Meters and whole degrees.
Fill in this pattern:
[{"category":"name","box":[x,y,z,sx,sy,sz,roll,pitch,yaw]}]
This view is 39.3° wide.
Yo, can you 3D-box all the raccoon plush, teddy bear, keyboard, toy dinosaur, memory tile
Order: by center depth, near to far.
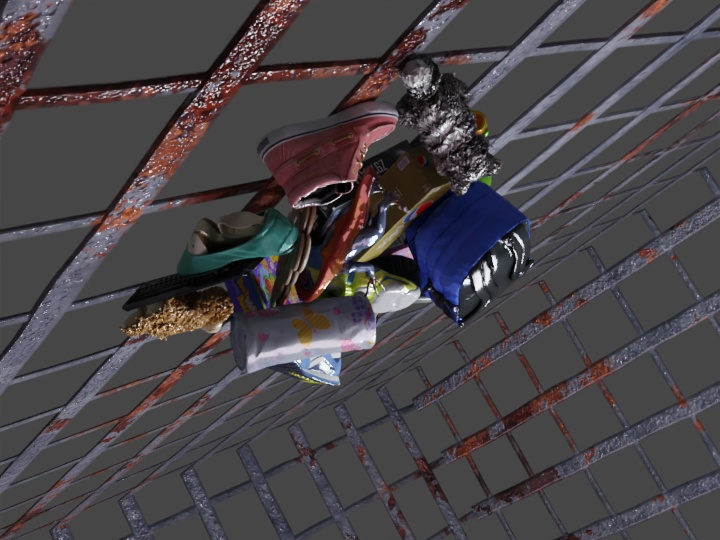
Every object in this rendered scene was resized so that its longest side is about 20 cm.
[{"category":"raccoon plush","box":[0.099,-0.168,1.243,0.097,0.134,0.200,-33,167,21]},{"category":"toy dinosaur","box":[-0.031,-0.041,1.303,0.182,0.105,0.200,-47,147,-1]},{"category":"memory tile","box":[-0.087,-0.040,1.359,0.017,0.154,0.200,14,155,-12]},{"category":"keyboard","box":[-0.218,0.003,1.368,0.200,0.021,0.127,-16,-165,20]},{"category":"teddy bear","box":[-0.271,0.071,1.538,0.145,0.067,0.200,-30,168,14]}]

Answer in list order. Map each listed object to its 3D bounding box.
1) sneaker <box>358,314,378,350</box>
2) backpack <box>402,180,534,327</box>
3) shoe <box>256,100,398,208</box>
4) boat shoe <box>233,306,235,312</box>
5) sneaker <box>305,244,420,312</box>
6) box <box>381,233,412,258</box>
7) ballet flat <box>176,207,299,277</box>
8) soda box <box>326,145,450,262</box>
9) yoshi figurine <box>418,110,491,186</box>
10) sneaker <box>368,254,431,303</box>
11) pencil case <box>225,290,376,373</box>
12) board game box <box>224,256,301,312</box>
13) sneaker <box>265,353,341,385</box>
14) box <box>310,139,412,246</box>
[{"category":"sneaker","box":[-0.003,0.080,1.708,0.075,0.081,0.200,-50,179,-16]},{"category":"backpack","box":[0.144,-0.033,1.435,0.163,0.168,0.200,-47,164,-10]},{"category":"shoe","box":[-0.022,-0.136,1.204,0.200,0.091,0.071,-21,165,-35]},{"category":"boat shoe","box":[-0.149,0.037,1.619,0.066,0.075,0.199,-35,-171,38]},{"category":"sneaker","box":[0.000,0.000,1.470,0.200,0.105,0.076,8,144,-41]},{"category":"box","box":[0.034,-0.041,1.701,0.176,0.097,0.200,-20,165,-37]},{"category":"ballet flat","box":[-0.171,-0.043,1.291,0.200,0.070,0.067,-12,-139,32]},{"category":"soda box","box":[0.041,-0.086,1.376,0.068,0.064,0.200,-23,166,-47]},{"category":"yoshi figurine","box":[0.159,-0.160,1.490,0.112,0.112,0.200,-34,172,-9]},{"category":"sneaker","box":[0.019,0.028,1.579,0.199,0.076,0.114,3,153,-15]},{"category":"pencil case","box":[-0.078,0.083,1.367,0.200,0.083,0.091,-10,169,-17]},{"category":"board game box","box":[-0.130,0.026,1.508,0.045,0.135,0.200,-27,170,20]},{"category":"sneaker","box":[-0.090,0.116,1.501,0.074,0.082,0.200,7,167,27]},{"category":"box","box":[-0.012,-0.097,1.467,0.160,0.044,0.200,-29,169,-26]}]
